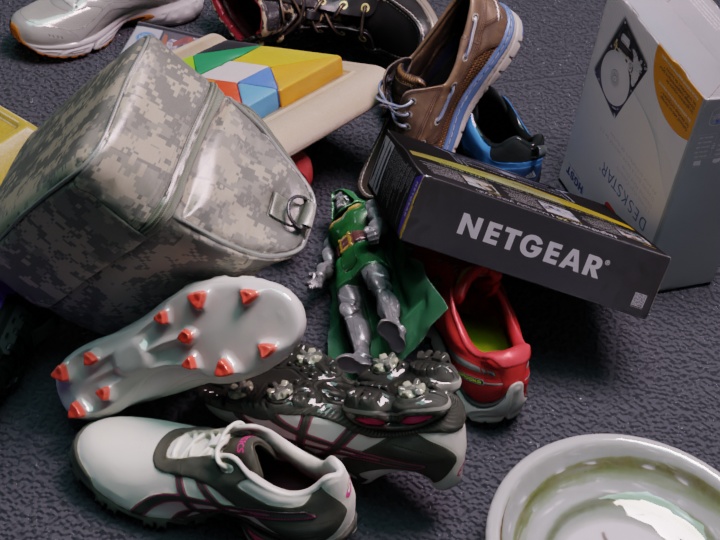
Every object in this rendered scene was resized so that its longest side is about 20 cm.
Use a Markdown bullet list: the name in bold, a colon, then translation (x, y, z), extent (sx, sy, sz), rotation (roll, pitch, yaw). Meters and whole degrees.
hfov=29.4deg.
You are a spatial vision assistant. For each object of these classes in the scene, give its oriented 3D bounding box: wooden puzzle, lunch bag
- **wooden puzzle**: translation (-0.100, -0.152, 1.133), extent (0.199, 0.038, 0.185), rotation (18, 35, 30)
- **lunch bag**: translation (-0.144, -0.038, 0.937), extent (0.167, 0.199, 0.140), rotation (37, 49, -23)

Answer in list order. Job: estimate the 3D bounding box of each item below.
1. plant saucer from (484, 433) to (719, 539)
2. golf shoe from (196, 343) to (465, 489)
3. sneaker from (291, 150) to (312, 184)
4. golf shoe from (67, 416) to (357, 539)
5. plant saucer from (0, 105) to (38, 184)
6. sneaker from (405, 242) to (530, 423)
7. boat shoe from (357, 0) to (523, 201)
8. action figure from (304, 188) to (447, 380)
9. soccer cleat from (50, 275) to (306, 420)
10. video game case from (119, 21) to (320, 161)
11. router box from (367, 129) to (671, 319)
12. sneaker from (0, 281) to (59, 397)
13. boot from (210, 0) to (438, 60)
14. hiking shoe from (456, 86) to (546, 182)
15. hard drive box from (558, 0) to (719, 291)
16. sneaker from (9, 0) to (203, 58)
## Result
- **plant saucer**: translation (0.174, 0.197, 0.886), extent (0.198, 0.050, 0.201), rotation (5, 44, -5)
- **golf shoe**: translation (-0.023, 0.103, 0.924), extent (0.198, 0.089, 0.077), rotation (4, 31, 31)
- **sneaker**: translation (-0.127, -0.041, 1.067), extent (0.199, 0.071, 0.098), rotation (-9, 54, -11)
- **golf shoe**: translation (-0.094, 0.124, 0.891), extent (0.198, 0.089, 0.077), rotation (15, 45, 8)
- **plant saucer**: translation (-0.364, -0.098, 1.104), extent (0.199, 0.049, 0.200), rotation (29, 47, 20)
- **sneaker**: translation (0.081, 0.018, 1.031), extent (0.076, 0.085, 0.201), rotation (-10, 47, -20)
- **boat shoe**: translation (0.049, -0.141, 1.124), extent (0.072, 0.201, 0.072), rotation (26, 8, -44)
- **action figure**: translation (0.000, 0.000, 1.039), extent (0.055, 0.118, 0.201), rotation (39, 22, -30)
- **soccer cleat**: translation (-0.116, 0.049, 0.912), extent (0.077, 0.199, 0.070), rotation (-15, 85, -65)
- **video game case**: translation (-0.130, -0.142, 1.206), extent (0.198, 0.026, 0.181), rotation (13, 43, 4)
- **router box**: translation (0.114, -0.038, 1.039), extent (0.198, 0.053, 0.157), rotation (18, 14, -13)
- **sneaker**: translation (-0.257, 0.046, 0.956), extent (0.099, 0.070, 0.201), rotation (-5, 46, -18)
- **boot**: translation (-0.034, -0.237, 1.268), extent (0.150, 0.074, 0.200), rotation (-14, 41, -35)
- **hiking shoe**: translation (0.095, -0.133, 1.186), extent (0.074, 0.087, 0.200), rotation (-18, 50, -34)
- **hard drive box**: translation (0.245, -0.108, 1.107), extent (0.076, 0.201, 0.156), rotation (-10, 46, -18)
- **sneaker**: translation (-0.235, -0.266, 1.268), extent (0.199, 0.092, 0.076), rotation (-26, 53, -31)
